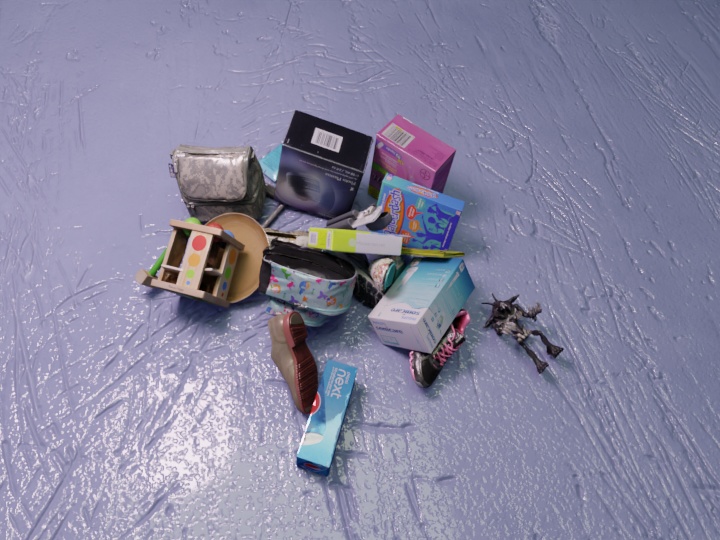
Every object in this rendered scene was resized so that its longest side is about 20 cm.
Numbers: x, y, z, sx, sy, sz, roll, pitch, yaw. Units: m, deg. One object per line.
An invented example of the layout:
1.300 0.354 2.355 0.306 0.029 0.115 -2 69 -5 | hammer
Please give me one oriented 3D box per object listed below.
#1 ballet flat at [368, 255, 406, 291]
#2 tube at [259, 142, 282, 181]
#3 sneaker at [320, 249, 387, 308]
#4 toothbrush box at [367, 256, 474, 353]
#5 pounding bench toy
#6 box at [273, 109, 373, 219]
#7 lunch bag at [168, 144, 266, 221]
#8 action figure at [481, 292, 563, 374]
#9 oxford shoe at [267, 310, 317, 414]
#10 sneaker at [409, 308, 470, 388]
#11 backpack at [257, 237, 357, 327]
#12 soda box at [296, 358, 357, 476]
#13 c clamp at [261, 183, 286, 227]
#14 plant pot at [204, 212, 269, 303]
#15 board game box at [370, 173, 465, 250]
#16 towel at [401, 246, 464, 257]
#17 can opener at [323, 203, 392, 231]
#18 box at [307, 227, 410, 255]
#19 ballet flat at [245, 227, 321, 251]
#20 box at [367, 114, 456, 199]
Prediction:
0.052 0.000 1.218 0.062 0.200 0.078 20 99 13 | ballet flat
-0.189 -0.320 1.466 0.077 0.051 0.200 33 64 20 | tube
0.000 0.000 1.259 0.199 0.078 0.086 41 52 16 | sneaker
0.132 0.067 1.181 0.144 0.086 0.201 2 41 46 | toothbrush box
-0.369 -0.028 1.166 0.194 0.124 0.161 11 80 14 | pounding bench toy
-0.093 -0.239 1.316 0.195 0.200 0.126 17 56 -5 | box
-0.330 -0.216 1.289 0.193 0.170 0.142 1 50 4 | lunch bag
0.352 0.120 1.207 0.118 0.103 0.200 -37 69 -14 | action figure
-0.136 0.185 1.100 0.073 0.070 0.206 -9 91 29 | oxford shoe
0.172 0.156 1.154 0.079 0.094 0.202 46 55 -24 | sneaker
-0.107 0.028 1.160 0.194 0.155 0.178 8 16 2 | backpack
-0.064 0.283 1.070 0.066 0.065 0.204 15 56 4 | soda box
-0.233 -0.147 1.355 0.169 0.027 0.201 34 59 15 | c clamp
-0.289 -0.026 1.228 0.194 0.027 0.207 -3 77 12 | plant pot
0.132 -0.125 1.307 0.195 0.155 0.045 21 42 9 | board game box
0.134 -0.046 1.252 0.085 0.019 0.197 -7 10 -44 | towel
-0.014 -0.105 1.280 0.067 0.197 0.053 52 52 -25 | can opener
-0.003 -0.063 1.195 0.195 0.121 0.049 3 94 -30 | box
-0.171 -0.059 1.272 0.194 0.070 0.075 8 13 -4 | ballet flat
0.120 -0.242 1.355 0.174 0.202 0.097 36 59 16 | box
